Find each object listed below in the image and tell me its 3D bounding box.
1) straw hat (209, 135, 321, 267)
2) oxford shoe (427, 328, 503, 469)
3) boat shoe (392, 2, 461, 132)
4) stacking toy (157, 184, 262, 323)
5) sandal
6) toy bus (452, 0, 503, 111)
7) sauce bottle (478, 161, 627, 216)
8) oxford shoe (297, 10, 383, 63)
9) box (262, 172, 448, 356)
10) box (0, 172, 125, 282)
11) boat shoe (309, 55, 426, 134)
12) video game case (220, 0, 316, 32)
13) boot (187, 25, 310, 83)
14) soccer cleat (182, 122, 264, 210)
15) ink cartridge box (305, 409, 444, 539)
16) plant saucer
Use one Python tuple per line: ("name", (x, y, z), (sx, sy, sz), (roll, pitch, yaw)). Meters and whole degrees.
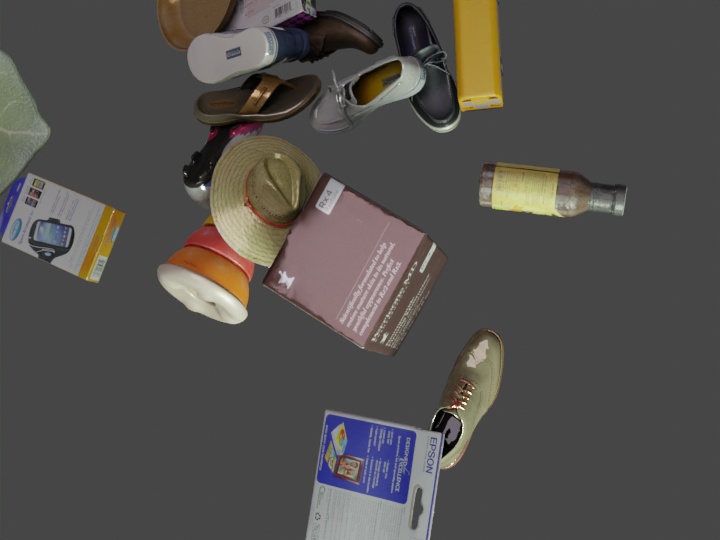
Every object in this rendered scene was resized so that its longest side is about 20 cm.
("straw hat", (-0.118, -0.115, 1.238), (0.196, 0.085, 0.206), (7, 70, -19))
("oxford shoe", (0.141, 0.174, 1.181), (0.069, 0.075, 0.204), (20, 87, 16))
("boat shoe", (0.091, -0.296, 1.271), (0.073, 0.062, 0.204), (-19, 79, 9))
("stacking toy", (-0.194, -0.038, 1.288), (0.143, 0.147, 0.203), (20, 70, 16))
("sandal", (-0.155, -0.259, 1.285), (0.195, 0.055, 0.082), (-5, 49, 8))
("toy bus", (0.166, -0.331, 1.247), (0.063, 0.078, 0.205), (-4, 81, 13))
("sauce bottle", (0.260, -0.107, 1.197), (0.195, 0.065, 0.066), (10, 84, 16))
("oxford shoe", (-0.054, -0.344, 1.313), (0.197, 0.072, 0.086), (20, 90, 28))
("box", (0.000, 0.000, 1.179), (0.162, 0.200, 0.168), (31, 90, 16))
("box", (-0.481, -0.073, 1.396), (0.197, 0.041, 0.121), (22, 88, 19))
("boat shoe", (-0.008, -0.251, 1.249), (0.199, 0.085, 0.076), (-16, 81, 33))
("video game case", (-0.150, -0.436, 1.322), (0.197, 0.035, 0.186), (-14, 76, 40))
("boot", (-0.165, -0.315, 1.283), (0.197, 0.089, 0.075), (8, 107, 44))
("soccer cleat", (-0.199, -0.181, 1.330), (0.069, 0.087, 0.202), (21, 64, 26))
("ink cartridge box", (0.022, 0.303, 1.179), (0.196, 0.047, 0.203), (5, 81, 34))
("plant saucer", (-0.244, -0.436, 1.359), (0.197, 0.035, 0.206), (-6, 82, 42))
